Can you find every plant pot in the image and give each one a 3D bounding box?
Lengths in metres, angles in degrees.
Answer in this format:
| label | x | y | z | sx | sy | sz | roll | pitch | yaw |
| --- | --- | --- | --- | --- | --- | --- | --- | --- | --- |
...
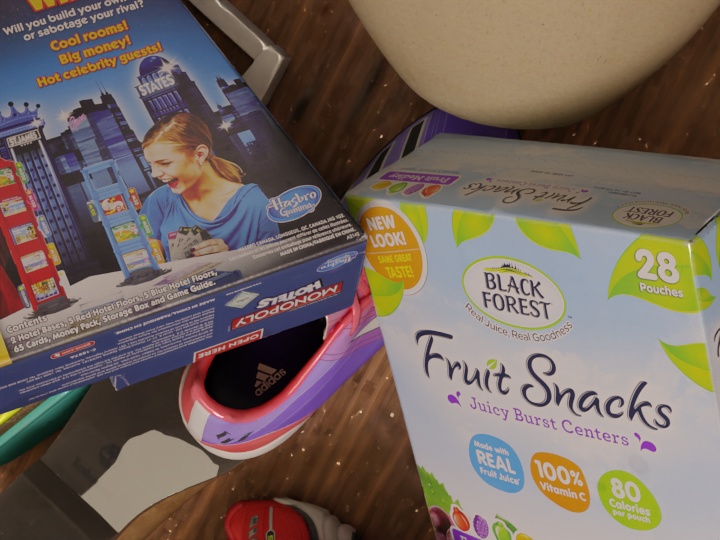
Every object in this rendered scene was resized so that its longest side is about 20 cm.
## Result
| label | x | y | z | sx | sy | sz | roll | pitch | yaw |
| --- | --- | --- | --- | --- | --- | --- | --- | --- | --- |
| plant pot | 0.066 | -0.138 | 0.703 | 0.198 | 0.201 | 0.136 | 12 | 126 | 8 |

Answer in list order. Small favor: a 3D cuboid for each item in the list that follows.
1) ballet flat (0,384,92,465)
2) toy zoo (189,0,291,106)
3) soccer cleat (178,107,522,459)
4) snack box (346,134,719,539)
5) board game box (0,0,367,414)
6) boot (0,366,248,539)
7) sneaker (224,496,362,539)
| label | x | y | z | sx | sy | sz | roll | pitch | yaw |
| --- | --- | --- | --- | --- | --- | --- | --- | --- | --- |
| ballet flat | -0.194 | 0.078 | 0.819 | 0.200 | 0.067 | 0.067 | -41 | 76 | 5 |
| toy zoo | -0.124 | -0.093 | 0.808 | 0.200 | 0.020 | 0.131 | 43 | 100 | 4 |
| soccer cleat | 0.000 | 0.000 | 0.751 | 0.068 | 0.073 | 0.200 | 44 | 81 | 6 |
| snack box | 0.093 | 0.055 | 0.690 | 0.168 | 0.067 | 0.202 | 9 | 122 | 45 |
| board game box | -0.127 | -0.052 | 0.690 | 0.198 | 0.062 | 0.201 | -18 | 66 | -16 |
| boot | -0.098 | 0.085 | 0.804 | 0.200 | 0.076 | 0.074 | -41 | 78 | -8 |
| sneaker | -0.060 | 0.201 | 0.806 | 0.084 | 0.077 | 0.202 | 18 | 88 | 12 |
